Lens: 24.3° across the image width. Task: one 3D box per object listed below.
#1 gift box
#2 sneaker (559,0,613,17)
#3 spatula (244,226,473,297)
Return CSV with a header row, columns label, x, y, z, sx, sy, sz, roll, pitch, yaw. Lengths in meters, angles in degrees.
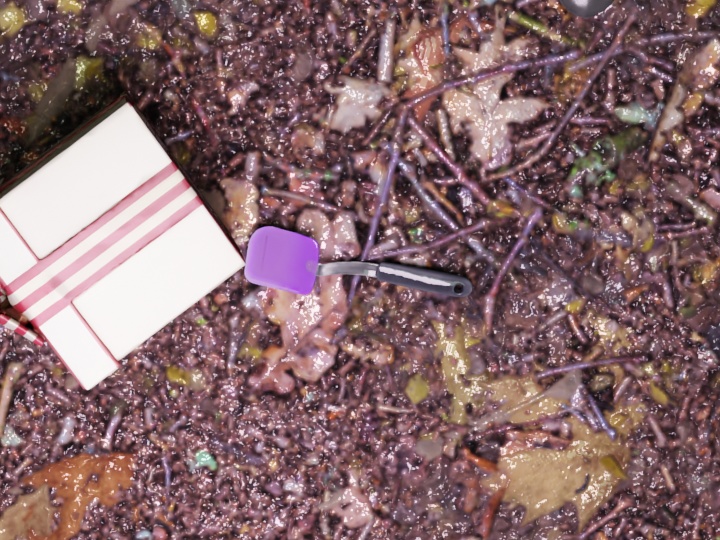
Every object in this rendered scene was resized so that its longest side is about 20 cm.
label,x,y,z,sx,sy,sz,roll,pitch,yaw
gift box,-0.224,-0.035,1.352,0.186,0.185,0.201,-38,98,-2
sneaker,0.217,-0.297,1.345,0.073,0.089,0.202,23,103,-8
spatula,0.000,0.000,1.439,0.197,0.021,0.057,7,115,-5
